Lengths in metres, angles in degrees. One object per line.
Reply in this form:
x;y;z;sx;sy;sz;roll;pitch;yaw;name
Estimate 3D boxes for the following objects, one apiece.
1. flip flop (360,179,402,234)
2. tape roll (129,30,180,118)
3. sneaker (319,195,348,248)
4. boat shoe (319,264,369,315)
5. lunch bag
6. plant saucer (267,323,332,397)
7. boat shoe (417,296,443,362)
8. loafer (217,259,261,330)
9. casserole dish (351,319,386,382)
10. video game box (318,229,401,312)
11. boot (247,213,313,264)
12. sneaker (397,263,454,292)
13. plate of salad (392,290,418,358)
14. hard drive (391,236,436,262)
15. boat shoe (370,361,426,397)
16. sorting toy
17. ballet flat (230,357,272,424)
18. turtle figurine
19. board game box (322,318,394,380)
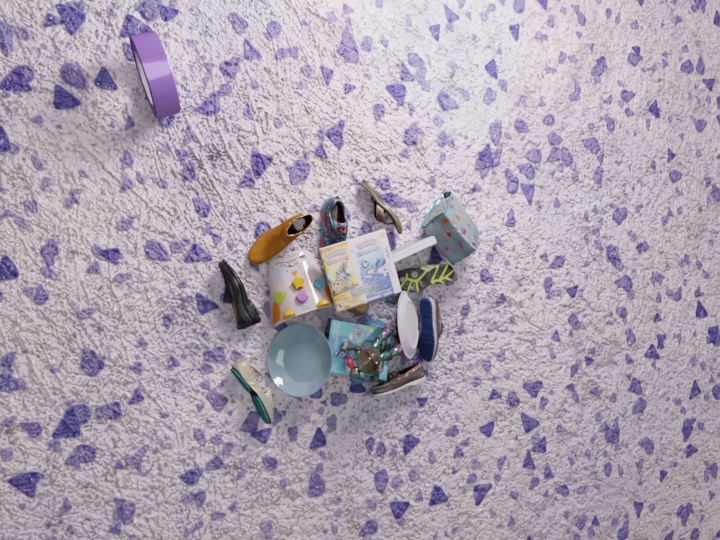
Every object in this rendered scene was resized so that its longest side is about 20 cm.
0.059;-0.187;1.719;0.057;0.081;0.201;-41;102;1;flip flop
-0.523;-0.496;1.434;0.065;0.199;0.204;-21;96;-20;tape roll
-0.075;-0.116;1.650;0.078;0.095;0.205;-6;92;-20;sneaker
-0.046;0.060;1.676;0.200;0.062;0.074;43;75;-15;boat shoe
0.290;-0.142;1.771;0.171;0.121;0.201;47;33;-12;lunch bag
-0.169;0.255;1.607;0.196;0.039;0.206;-2;82;14;plant saucer
0.228;0.184;1.770;0.072;0.071;0.205;-5;99;-47;boat shoe
-0.350;0.070;1.559;0.071;0.073;0.203;-28;98;-14;loafer
0.031;0.247;1.715;0.120;0.039;0.203;26;79;-18;casserole dish
0.000;0.000;1.579;0.196;0.047;0.186;-17;94;-8;video game box
-0.225;-0.092;1.569;0.200;0.144;0.071;-41;101;-16;boot
0.192;0.024;1.764;0.195;0.076;0.077;-6;93;-9;sneaker
0.134;0.164;1.702;0.047;0.199;0.205;-6;91;21;plate of salad
0.118;-0.050;1.704;0.197;0.132;0.027;-25;96;-19;hard drive
0.112;0.336;1.728;0.196;0.072;0.061;-15;88;-24;boat shoe
-0.180;0.040;1.603;0.196;0.107;0.183;-18;79;-10;sorting toy
-0.287;0.334;1.582;0.069;0.069;0.202;-33;100;-18;ballet flat
0.023;0.255;1.594;0.198;0.100;0.152;-33;97;-22;turtle figurine
-0.010;0.232;1.657;0.196;0.047;0.155;11;84;-17;board game box
